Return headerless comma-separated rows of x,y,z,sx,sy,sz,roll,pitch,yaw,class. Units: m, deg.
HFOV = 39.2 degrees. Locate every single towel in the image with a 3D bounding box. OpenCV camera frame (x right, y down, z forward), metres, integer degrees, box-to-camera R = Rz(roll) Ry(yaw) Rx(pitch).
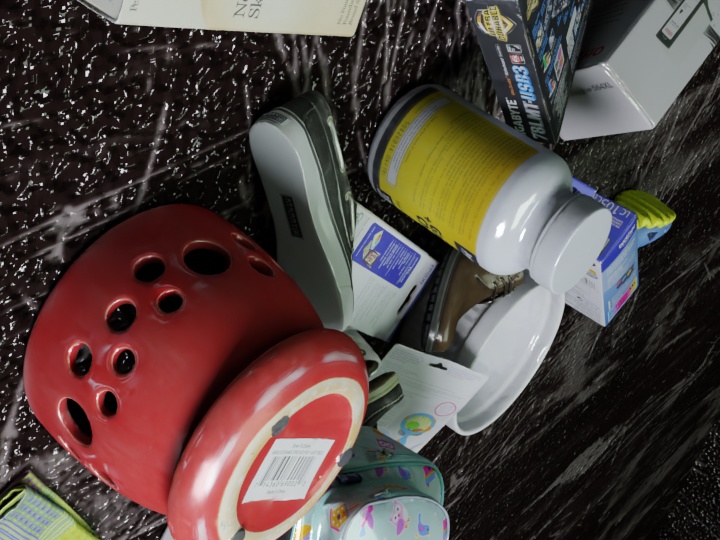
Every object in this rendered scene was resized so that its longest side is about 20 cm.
-0.293,0.254,0.761,0.200,0.023,0.144,-46,149,-18,towel

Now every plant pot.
-0.103,0.080,0.712,0.200,0.181,0.202,-38,146,-32,plant pot

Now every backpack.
-0.011,0.226,0.851,0.199,0.152,0.179,-2,104,-54,backpack

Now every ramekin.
0.130,0.072,1.135,0.199,0.105,0.202,-37,146,-31,ramekin

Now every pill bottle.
0.108,-0.067,0.857,0.112,0.199,0.113,-35,146,-28,pill bottle

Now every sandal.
0.359,-0.050,1.400,0.198,0.079,0.088,-20,140,-36,sandal

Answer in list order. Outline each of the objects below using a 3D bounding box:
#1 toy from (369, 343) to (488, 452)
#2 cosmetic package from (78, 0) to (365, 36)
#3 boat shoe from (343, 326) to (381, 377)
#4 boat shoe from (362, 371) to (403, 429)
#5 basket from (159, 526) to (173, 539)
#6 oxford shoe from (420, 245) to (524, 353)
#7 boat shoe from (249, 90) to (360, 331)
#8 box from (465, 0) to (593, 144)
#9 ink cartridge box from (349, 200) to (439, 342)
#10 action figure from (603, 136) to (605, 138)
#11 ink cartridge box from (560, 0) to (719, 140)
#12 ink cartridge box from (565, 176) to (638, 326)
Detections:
0.029,0.142,1.056,0.114,0.048,0.201,20,125,-25,toy
-0.072,-0.198,0.582,0.199,0.073,0.105,-16,133,-51,cosmetic package
-0.057,0.106,0.920,0.199,0.069,0.072,-29,142,-40,boat shoe
-0.017,0.168,0.976,0.201,0.066,0.071,-42,171,37,boat shoe
-0.134,0.326,0.972,0.135,0.123,0.202,11,109,-60,basket
0.122,0.004,1.018,0.201,0.084,0.073,-60,171,-25,oxford shoe
-0.029,-0.040,0.787,0.064,0.070,0.202,-39,134,-34,boat shoe
0.151,-0.242,0.835,0.199,0.049,0.203,51,52,-59,box
0.000,0.000,0.932,0.100,0.039,0.200,-56,150,1,ink cartridge box
0.293,-0.226,1.137,0.119,0.055,0.199,-55,148,5,action figure
0.267,-0.227,0.974,0.084,0.146,0.201,44,75,-19,ink cartridge box
0.246,-0.035,1.169,0.077,0.136,0.200,-50,151,-12,ink cartridge box
